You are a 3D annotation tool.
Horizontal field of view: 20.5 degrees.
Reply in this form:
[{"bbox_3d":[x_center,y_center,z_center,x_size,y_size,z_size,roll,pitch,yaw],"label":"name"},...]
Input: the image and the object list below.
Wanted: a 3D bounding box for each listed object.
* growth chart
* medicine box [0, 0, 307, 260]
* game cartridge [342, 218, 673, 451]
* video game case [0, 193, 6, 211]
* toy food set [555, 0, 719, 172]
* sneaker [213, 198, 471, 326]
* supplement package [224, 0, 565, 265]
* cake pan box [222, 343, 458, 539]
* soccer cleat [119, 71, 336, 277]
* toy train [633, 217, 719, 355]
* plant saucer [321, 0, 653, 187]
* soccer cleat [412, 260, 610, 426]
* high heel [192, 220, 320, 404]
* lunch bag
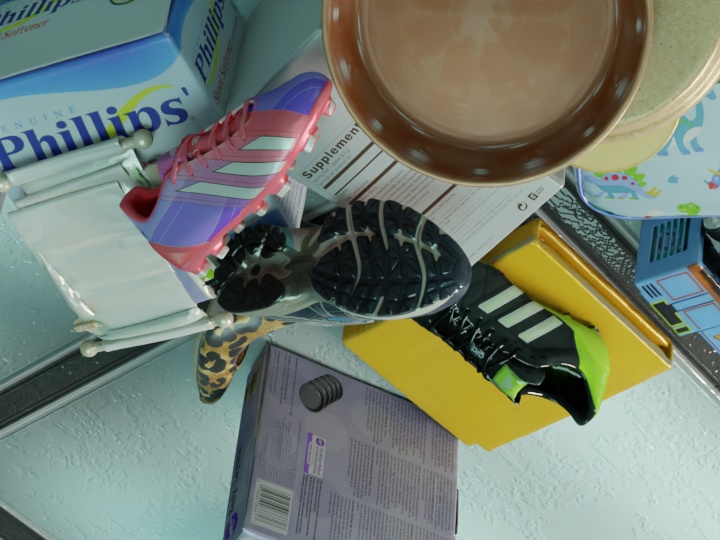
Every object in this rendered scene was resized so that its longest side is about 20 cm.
[{"bbox_3d":[-0.165,-0.014,1.381,0.143,0.018,0.201,-8,134,16],"label":"growth chart"},{"bbox_3d":[-0.157,-0.101,1.378,0.181,0.104,0.201,-13,133,21],"label":"medicine box"},{"bbox_3d":[0.114,0.056,1.553,0.199,0.033,0.176,-27,126,34],"label":"game cartridge"},{"bbox_3d":[-0.319,-0.071,1.377,0.045,0.182,0.201,-9,134,16],"label":"video game case"},{"bbox_3d":[0.147,-0.174,1.226,0.200,0.049,0.198,41,110,-2],"label":"toy food set"},{"bbox_3d":[0.000,0.000,1.328,0.199,0.078,0.086,0,168,39],"label":"sneaker"},{"bbox_3d":[0.026,-0.113,1.322,0.199,0.122,0.120,31,132,-21],"label":"supplement package"},{"bbox_3d":[-0.011,0.173,1.569,0.183,0.201,0.052,21,133,-16],"label":"cake pan box"},{"bbox_3d":[-0.086,-0.068,1.257,0.076,0.067,0.200,35,138,-8],"label":"soccer cleat"},{"bbox_3d":[0.289,0.021,1.452,0.114,0.087,0.200,-18,133,37],"label":"toy train"},{"bbox_3d":[0.076,-0.151,1.196,0.198,0.032,0.202,1,103,5],"label":"plant saucer"},{"bbox_3d":[0.100,0.047,1.463,0.199,0.082,0.068,25,135,-17],"label":"soccer cleat"},{"bbox_3d":[-0.051,0.047,1.533,0.141,0.072,0.201,18,127,-1],"label":"high heel"},{"bbox_3d":[0.238,-0.114,1.316,0.198,0.083,0.162,-1,136,11],"label":"lunch bag"}]
